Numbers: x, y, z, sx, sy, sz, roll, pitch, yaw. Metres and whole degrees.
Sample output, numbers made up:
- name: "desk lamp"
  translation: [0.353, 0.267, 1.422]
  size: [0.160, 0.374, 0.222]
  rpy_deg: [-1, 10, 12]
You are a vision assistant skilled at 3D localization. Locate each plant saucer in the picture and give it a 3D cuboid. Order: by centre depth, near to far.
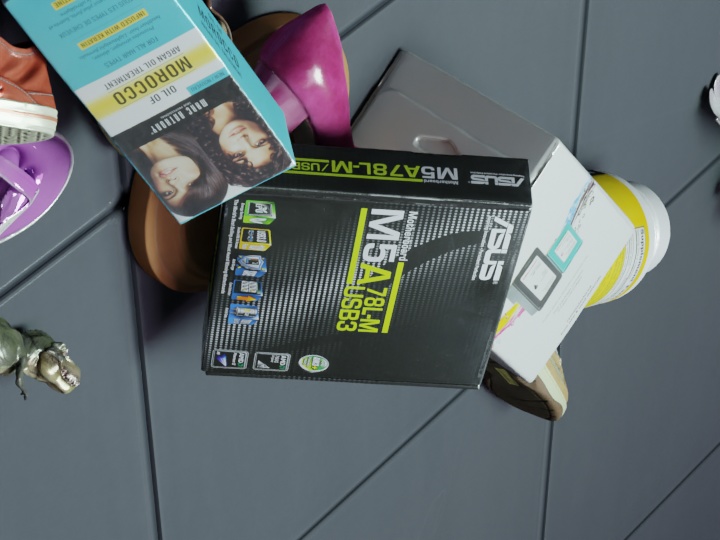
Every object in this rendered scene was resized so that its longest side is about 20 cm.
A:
- name: "plant saucer"
  translation: [-0.073, -0.073, 1.635]
  size: [0.200, 0.032, 0.201]
  rpy_deg: [-39, 147, -31]

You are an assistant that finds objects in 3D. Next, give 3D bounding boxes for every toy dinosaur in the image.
- name: "toy dinosaur"
  translation: [-0.239, 0.059, 1.480]
  size: [0.200, 0.047, 0.088]
  rpy_deg: [36, 72, -63]

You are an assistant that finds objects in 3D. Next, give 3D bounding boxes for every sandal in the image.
- name: "sandal"
  translation: [-0.224, -0.037, 1.397]
  size: [0.202, 0.050, 0.083]
  rpy_deg: [-11, 128, -55]

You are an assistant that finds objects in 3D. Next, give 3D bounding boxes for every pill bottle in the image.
- name: "pill bottle"
  translation: [0.169, -0.024, 2.005]
  size: [0.200, 0.111, 0.112]
  rpy_deg: [-11, 128, -56]

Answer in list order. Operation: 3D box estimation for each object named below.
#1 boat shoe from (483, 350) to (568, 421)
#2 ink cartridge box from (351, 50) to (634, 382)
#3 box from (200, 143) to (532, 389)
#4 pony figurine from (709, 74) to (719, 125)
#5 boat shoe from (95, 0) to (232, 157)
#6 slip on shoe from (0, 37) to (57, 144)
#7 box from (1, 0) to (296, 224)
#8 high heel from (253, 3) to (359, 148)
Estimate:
- name: "boat shoe"
  translation: [0.142, 0.065, 2.107]
  size: [0.076, 0.071, 0.200]
  rpy_deg: [-68, 157, -16]
- name: "ink cartridge box"
  translation: [0.079, -0.037, 1.800]
  size: [0.146, 0.147, 0.200]
  rpy_deg: [-56, 152, -3]
- name: "box"
  translation: [0.000, 0.000, 1.608]
  size: [0.200, 0.193, 0.048]
  rpy_deg: [103, -10, -51]
- name: "pony figurine"
  translation: [0.407, -0.106, 2.268]
  size: [0.166, 0.193, 0.200]
  rpy_deg: [-38, 166, -29]
- name: "boat shoe"
  translation: [-0.113, -0.133, 1.459]
  size: [0.072, 0.072, 0.200]
  rpy_deg: [-37, 146, -35]
- name: "slip on shoe"
  translation: [-0.235, -0.108, 1.303]
  size: [0.200, 0.074, 0.061]
  rpy_deg: [9, 76, -55]
- name: "box"
  translation: [-0.119, -0.117, 1.396]
  size: [0.082, 0.049, 0.200]
  rpy_deg: [-27, 134, 11]
- name: "high heel"
  translation: [-0.009, -0.099, 1.609]
  size: [0.096, 0.067, 0.200]
  rpy_deg: [-49, 140, 5]
